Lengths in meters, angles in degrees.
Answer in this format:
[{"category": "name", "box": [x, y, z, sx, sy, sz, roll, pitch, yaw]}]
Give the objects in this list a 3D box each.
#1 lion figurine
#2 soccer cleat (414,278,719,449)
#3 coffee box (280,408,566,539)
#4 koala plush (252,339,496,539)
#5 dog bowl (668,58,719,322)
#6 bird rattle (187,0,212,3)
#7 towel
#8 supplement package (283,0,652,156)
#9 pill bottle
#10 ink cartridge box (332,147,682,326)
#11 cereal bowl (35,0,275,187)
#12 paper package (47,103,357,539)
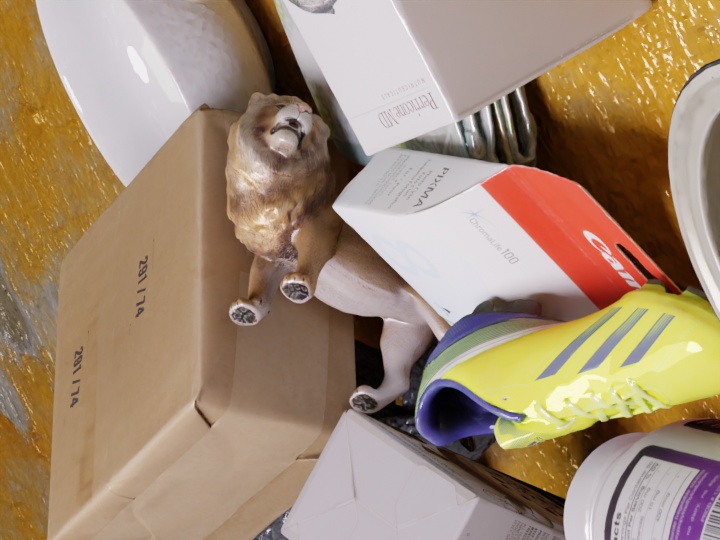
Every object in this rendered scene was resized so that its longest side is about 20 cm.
[{"category": "lion figurine", "box": [0.000, 0.000, 1.516, 0.072, 0.123, 0.200, -31, 118, 35]}, {"category": "soccer cleat", "box": [0.104, 0.054, 1.337, 0.200, 0.084, 0.065, -6, 134, 50]}, {"category": "coffee box", "box": [0.071, 0.154, 1.514, 0.200, 0.080, 0.113, 26, -176, -45]}, {"category": "koala plush", "box": [-0.027, 0.096, 1.718, 0.200, 0.183, 0.178, -123, 18, -44]}, {"category": "dog bowl", "box": [0.212, -0.009, 1.132, 0.200, 0.074, 0.200, 49, 157, 29]}, {"category": "bird rattle", "box": [-0.104, -0.219, 1.478, 0.200, 0.112, 0.164, 22, 124, 63]}, {"category": "towel", "box": [0.012, -0.132, 1.471, 0.200, 0.048, 0.172, 15, 129, 61]}, {"category": "supplement package", "box": [0.021, -0.171, 1.295, 0.200, 0.117, 0.117, 61, 159, -5]}, {"category": "pill bottle", "box": [0.179, 0.129, 1.338, 0.200, 0.111, 0.112, 10, 127, 64]}, {"category": "ink cartridge box", "box": [0.092, 0.013, 1.402, 0.160, 0.047, 0.200, 46, 167, -24]}, {"category": "cereal bowl", "box": [-0.110, -0.123, 1.709, 0.200, 0.083, 0.200, 48, 156, 30]}, {"category": "paper package", "box": [-0.090, 0.043, 1.594, 0.191, 0.103, 0.200, -44, 39, 44]}]
